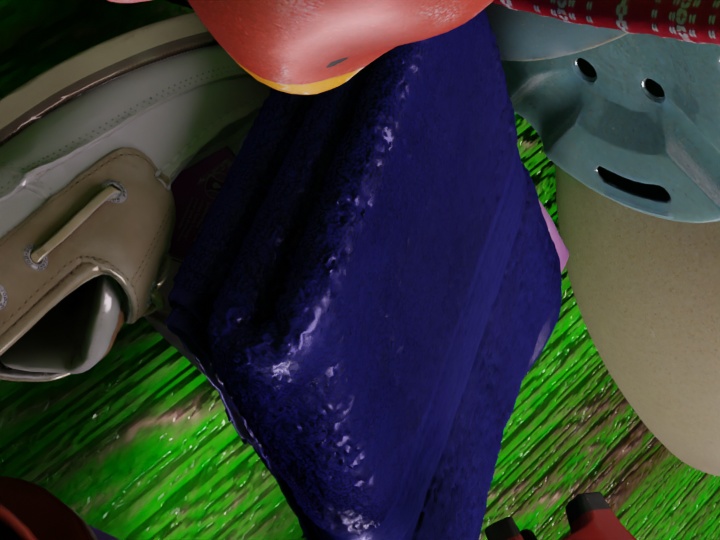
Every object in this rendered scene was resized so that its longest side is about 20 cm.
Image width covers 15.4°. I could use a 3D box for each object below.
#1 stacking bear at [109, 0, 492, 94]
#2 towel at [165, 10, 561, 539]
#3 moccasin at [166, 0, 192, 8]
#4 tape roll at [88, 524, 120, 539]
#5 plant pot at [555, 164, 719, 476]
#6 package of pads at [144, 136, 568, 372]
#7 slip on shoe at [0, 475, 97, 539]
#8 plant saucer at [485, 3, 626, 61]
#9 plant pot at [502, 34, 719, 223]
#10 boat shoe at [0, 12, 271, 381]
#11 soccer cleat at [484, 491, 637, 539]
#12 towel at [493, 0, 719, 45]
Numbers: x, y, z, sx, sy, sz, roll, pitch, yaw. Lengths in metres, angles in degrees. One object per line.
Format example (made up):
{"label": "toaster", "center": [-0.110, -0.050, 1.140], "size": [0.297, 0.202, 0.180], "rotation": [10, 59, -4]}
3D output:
{"label": "stacking bear", "center": [-0.056, -0.097, 0.515], "size": [0.121, 0.199, 0.114], "rotation": [-17, 126, -61]}
{"label": "towel", "center": [0.006, 0.009, 0.748], "size": [0.200, 0.049, 0.148], "rotation": [69, 36, -57]}
{"label": "moccasin", "center": [-0.015, -0.169, 0.713], "size": [0.202, 0.073, 0.078], "rotation": [-55, 162, -11]}
{"label": "tape roll", "center": [-0.100, 0.182, 0.816], "size": [0.200, 0.085, 0.201], "rotation": [-47, 150, -38]}
{"label": "plant pot", "center": [0.156, -0.035, 1.090], "size": [0.134, 0.200, 0.201], "rotation": [41, 69, -29]}
{"label": "package of pads", "center": [0.000, 0.000, 0.881], "size": [0.121, 0.075, 0.200], "rotation": [-64, 157, -12]}
{"label": "slip on shoe", "center": [-0.102, 0.084, 0.687], "size": [0.200, 0.074, 0.062], "rotation": [-51, 162, -79]}
{"label": "plant saucer", "center": [0.078, -0.157, 0.800], "size": [0.027, 0.200, 0.201], "rotation": [32, 79, -35]}
{"label": "plant pot", "center": [0.142, -0.133, 0.948], "size": [0.196, 0.200, 0.201], "rotation": [-45, 149, -28]}
{"label": "boat shoe", "center": [-0.085, -0.005, 0.671], "size": [0.200, 0.069, 0.075], "rotation": [-33, 176, -44]}
{"label": "soccer cleat", "center": [0.007, 0.121, 0.688], "size": [0.199, 0.086, 0.069], "rotation": [-14, 163, -36]}
{"label": "towel", "center": [0.062, -0.140, 0.749], "size": [0.022, 0.199, 0.145], "rotation": [37, 77, -43]}
